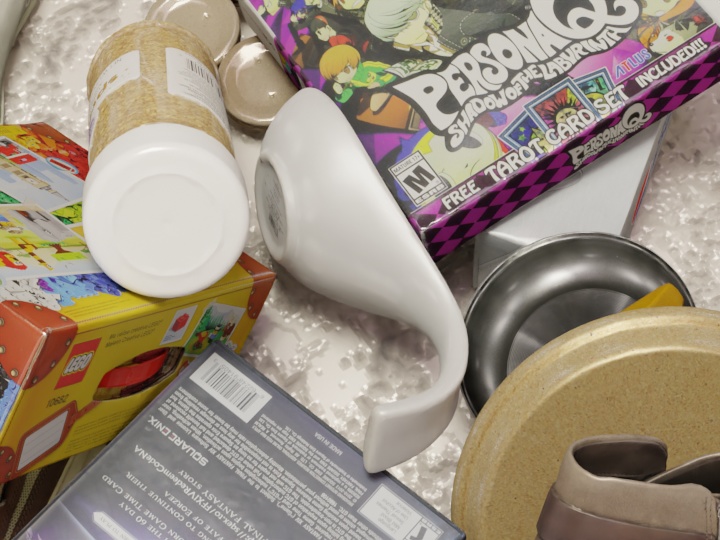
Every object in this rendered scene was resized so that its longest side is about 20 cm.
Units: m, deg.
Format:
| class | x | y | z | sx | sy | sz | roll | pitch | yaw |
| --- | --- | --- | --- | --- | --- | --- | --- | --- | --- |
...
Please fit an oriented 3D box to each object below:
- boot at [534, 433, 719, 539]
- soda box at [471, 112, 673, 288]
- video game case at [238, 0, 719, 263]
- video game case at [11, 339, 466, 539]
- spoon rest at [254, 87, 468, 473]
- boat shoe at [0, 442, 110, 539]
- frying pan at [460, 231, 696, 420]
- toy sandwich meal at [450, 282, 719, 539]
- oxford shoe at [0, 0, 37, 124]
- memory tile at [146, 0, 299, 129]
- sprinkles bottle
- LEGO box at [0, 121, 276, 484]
| class | x | y | z | sx | sy | sz | roll | pitch | yaw |
| --- | --- | --- | --- | --- | --- | --- | --- | --- | --- |
| boot | 0.084 | 0.136 | 0.720 | 0.200 | 0.146 | 0.070 | -7 | 29 | -16 |
| soda box | 0.118 | -0.077 | 0.899 | 0.068 | 0.063 | 0.200 | 19 | 65 | 11 |
| video game case | 0.067 | -0.123 | 0.873 | 0.200 | 0.036 | 0.181 | -32 | 59 | -6 |
| video game case | -0.073 | 0.137 | 0.745 | 0.143 | 0.019 | 0.200 | 37 | 63 | 16 |
| spoon rest | 0.000 | 0.000 | 0.823 | 0.061 | 0.099 | 0.200 | -8 | 49 | -18 |
| boat shoe | -0.159 | 0.158 | 0.791 | 0.075 | 0.075 | 0.203 | 9 | 56 | 20 |
| frying pan | 0.132 | 0.058 | 0.835 | 0.190 | 0.031 | 0.115 | 31 | 102 | -12 |
| toy sandwich meal | 0.137 | 0.096 | 0.793 | 0.205 | 0.070 | 0.206 | 1 | 103 | 2 |
| oxford shoe | -0.212 | -0.110 | 0.928 | 0.075 | 0.058 | 0.200 | 13 | 66 | 5 |
| memory tile | -0.005 | -0.154 | 0.943 | 0.153 | 0.017 | 0.200 | 33 | 78 | 14 |
| sprinkles bottle | -0.090 | -0.056 | 0.814 | 0.068 | 0.068 | 0.200 | -10 | 23 | -4 |
| LEGO box | -0.152 | 0.006 | 0.789 | 0.149 | 0.200 | 0.077 | 32 | 108 | 16 |
